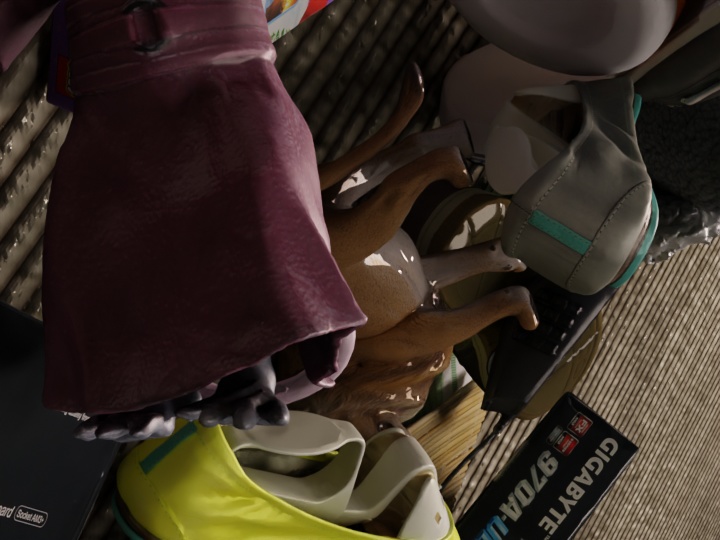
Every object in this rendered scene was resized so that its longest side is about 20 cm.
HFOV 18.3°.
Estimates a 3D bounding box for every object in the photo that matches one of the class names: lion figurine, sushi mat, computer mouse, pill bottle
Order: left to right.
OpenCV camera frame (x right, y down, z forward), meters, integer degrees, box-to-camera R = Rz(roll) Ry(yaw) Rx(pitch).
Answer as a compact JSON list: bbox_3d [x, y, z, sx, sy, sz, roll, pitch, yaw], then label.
[{"bbox_3d":[0.000,0.000,0.904,0.200,0.122,0.073,64,12,-46],"label":"lion figurine"},{"bbox_3d":[0.021,0.109,1.087,0.200,0.012,0.096,-26,134,-68],"label":"sushi mat"},{"bbox_3d":[0.049,0.068,1.007,0.200,0.034,0.059,-52,175,-1],"label":"computer mouse"},{"bbox_3d":[0.119,-0.189,0.959,0.200,0.113,0.113,-58,159,-29],"label":"pill bottle"}]

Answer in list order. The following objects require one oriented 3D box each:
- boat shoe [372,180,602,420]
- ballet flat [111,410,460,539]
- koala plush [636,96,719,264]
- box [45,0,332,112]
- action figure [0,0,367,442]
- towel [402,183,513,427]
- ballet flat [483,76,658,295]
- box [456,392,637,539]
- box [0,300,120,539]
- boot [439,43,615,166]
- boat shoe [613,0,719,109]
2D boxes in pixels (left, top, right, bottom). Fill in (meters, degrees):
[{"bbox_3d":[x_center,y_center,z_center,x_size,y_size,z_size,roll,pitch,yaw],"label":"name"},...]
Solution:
[{"bbox_3d":[0.060,0.007,1.057,0.072,0.066,0.201,-46,149,-4],"label":"boat shoe"},{"bbox_3d":[-0.009,0.090,0.886,0.200,0.067,0.067,18,116,-45],"label":"ballet flat"},{"bbox_3d":[0.206,-0.070,1.065,0.184,0.200,0.178,17,86,-42],"label":"koala plush"},{"bbox_3d":[-0.037,-0.156,0.673,0.137,0.039,0.200,-42,149,-52],"label":"box"},{"bbox_3d":[-0.043,-0.057,0.593,0.149,0.134,0.200,-1,83,-65],"label":"action figure"},{"bbox_3d":[0.035,0.063,1.156,0.149,0.031,0.200,86,29,-58],"label":"towel"},{"bbox_3d":[0.081,-0.048,0.904,0.067,0.064,0.200,-63,-174,17],"label":"ballet flat"},{"bbox_3d":[0.053,0.155,1.092,0.159,0.046,0.200,-49,173,-19],"label":"box"},{"bbox_3d":[-0.142,0.076,0.627,0.159,0.046,0.200,-66,161,-6],"label":"box"},{"bbox_3d":[0.091,-0.068,1.078,0.200,0.073,0.090,-41,143,-55],"label":"boot"},{"bbox_3d":[0.161,-0.098,0.951,0.067,0.057,0.200,-56,-175,-11],"label":"boat shoe"}]
